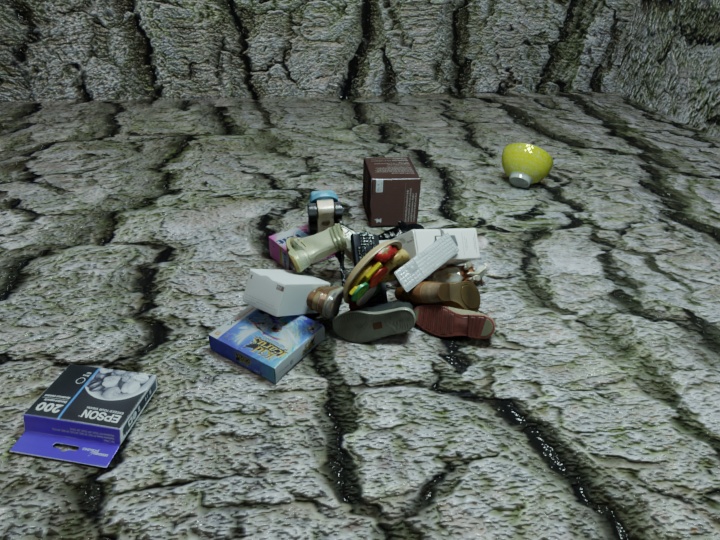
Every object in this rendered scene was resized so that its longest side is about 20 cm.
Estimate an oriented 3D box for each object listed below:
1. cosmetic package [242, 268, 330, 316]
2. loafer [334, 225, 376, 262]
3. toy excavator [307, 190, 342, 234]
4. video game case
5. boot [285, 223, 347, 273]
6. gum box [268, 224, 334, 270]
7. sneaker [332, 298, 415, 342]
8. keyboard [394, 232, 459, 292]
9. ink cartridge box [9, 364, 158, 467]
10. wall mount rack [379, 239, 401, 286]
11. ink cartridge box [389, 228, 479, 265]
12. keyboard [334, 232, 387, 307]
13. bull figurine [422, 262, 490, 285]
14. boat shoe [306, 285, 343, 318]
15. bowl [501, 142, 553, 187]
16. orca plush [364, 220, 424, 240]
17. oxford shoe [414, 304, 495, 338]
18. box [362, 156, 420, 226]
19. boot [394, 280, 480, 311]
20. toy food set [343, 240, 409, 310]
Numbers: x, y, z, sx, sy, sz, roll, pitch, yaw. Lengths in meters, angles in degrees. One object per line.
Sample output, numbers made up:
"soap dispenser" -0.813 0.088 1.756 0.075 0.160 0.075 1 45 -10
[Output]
"cosmetic package" -0.172 0.050 1.280 0.111 0.083 0.199 20 10 28
"loafer" 0.001 -0.047 1.441 0.199 0.063 0.072 37 71 1
"toy excavator" -0.112 -0.192 1.587 0.098 0.196 0.203 -4 57 -8
"video game case" -0.211 0.150 1.227 0.197 0.046 0.181 20 37 26
"boot" -0.112 -0.068 1.382 0.153 0.073 0.200 -27 18 -2
"gum box" -0.154 -0.075 1.570 0.198 0.067 0.113 -22 38 -33
"sneaker" 0.035 0.117 1.287 0.195 0.077 0.106 -5 10 6
"keyboard" 0.165 -0.022 1.325 0.199 0.057 0.011 -36 7 -28
"ink cartridge box" -0.522 0.268 1.027 0.194 0.044 0.201 6 33 6
"wall mount rack" 0.050 -0.025 1.502 0.195 0.076 0.175 -3 29 -5
"ink cartridge box" 0.193 -0.055 1.434 0.196 0.086 0.145 -3 -9 -26
"keyboard" 0.000 0.000 1.382 0.124 0.021 0.204 -5 74 -12
"bull figurine" 0.256 0.013 1.429 0.195 0.067 0.122 -8 -11 -1
"boat shoe" -0.082 0.065 1.261 0.070 0.077 0.200 17 -2 5
"bowl" 0.618 -0.380 2.039 0.197 0.200 0.109 17 78 23
"orca plush" 0.111 -0.127 1.661 0.195 0.072 0.106 -2 32 -6
"oxford shoe" 0.224 0.123 1.293 0.196 0.072 0.075 12 6 19
"box" 0.098 -0.266 1.794 0.160 0.169 0.201 -2 32 -7
"boot" 0.196 0.069 1.362 0.197 0.079 0.154 5 -7 -41
"toy food set" 0.034 0.012 1.272 0.049 0.200 0.198 43 89 17
